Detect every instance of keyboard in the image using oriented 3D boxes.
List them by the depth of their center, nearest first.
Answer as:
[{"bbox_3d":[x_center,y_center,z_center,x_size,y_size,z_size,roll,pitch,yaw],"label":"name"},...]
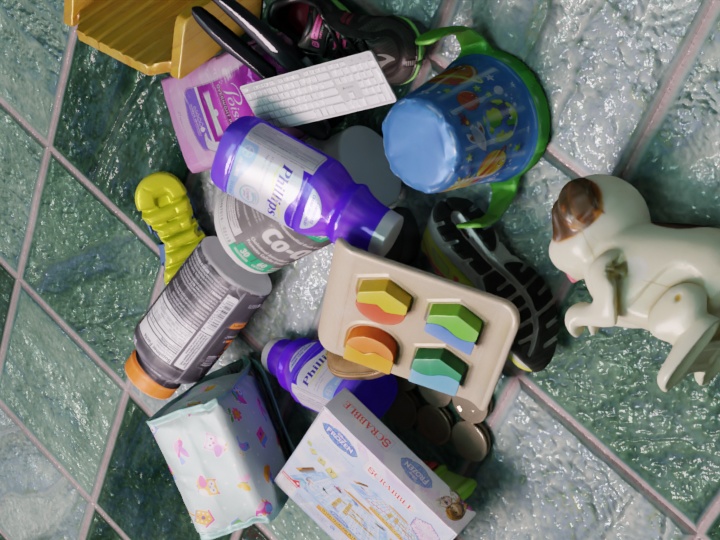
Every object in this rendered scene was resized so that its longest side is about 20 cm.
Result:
[{"bbox_3d":[-0.045,-0.177,1.535,0.200,0.011,0.056,-7,113,47],"label":"keyboard"}]

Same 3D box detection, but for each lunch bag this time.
[{"bbox_3d":[-0.149,0.208,1.872,0.122,0.200,0.171,-19,98,21],"label":"lunch bag"}]

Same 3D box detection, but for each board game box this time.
[{"bbox_3d":[0.012,0.253,1.725,0.200,0.041,0.200,43,144,8],"label":"board game box"}]

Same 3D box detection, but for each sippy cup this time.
[{"bbox_3d":[0.095,-0.138,1.512,0.178,0.130,0.140,52,136,12],"label":"sippy cup"}]

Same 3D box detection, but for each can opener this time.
[{"bbox_3d":[-0.093,-0.220,1.620,0.200,0.063,0.079,48,179,-5],"label":"can opener"}]

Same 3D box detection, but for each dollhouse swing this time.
[{"bbox_3d":[-0.229,-0.353,1.708,0.200,0.182,0.176,30,147,32],"label":"dollhouse swing"}]

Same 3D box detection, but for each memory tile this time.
[{"bbox_3d":[0.087,0.105,1.715,0.153,0.017,0.201,21,123,36],"label":"memory tile"}]

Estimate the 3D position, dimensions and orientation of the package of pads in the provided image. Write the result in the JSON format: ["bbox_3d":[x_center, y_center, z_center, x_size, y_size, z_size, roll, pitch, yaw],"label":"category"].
[{"bbox_3d":[-0.140,-0.186,1.743,0.200,0.076,0.121,-10,103,52],"label":"package of pads"}]

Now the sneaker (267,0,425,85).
[{"bbox_3d":[-0.018,-0.240,1.604,0.200,0.084,0.077,24,117,35],"label":"sneaker"}]

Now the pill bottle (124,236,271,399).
[{"bbox_3d":[-0.204,0.063,1.864,0.106,0.106,0.200,46,112,18],"label":"pill bottle"}]

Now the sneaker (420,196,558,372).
[{"bbox_3d":[0.131,0.021,1.602,0.200,0.078,0.090,58,151,9],"label":"sneaker"}]

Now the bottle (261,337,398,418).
[{"bbox_3d":[-0.043,0.122,1.796,0.200,0.084,0.065,19,151,52],"label":"bottle"}]

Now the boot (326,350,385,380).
[{"bbox_3d":[0.029,0.066,1.671,0.200,0.074,0.075,-16,131,40],"label":"boot"}]

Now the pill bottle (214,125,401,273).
[{"bbox_3d":[-0.058,-0.079,1.692,0.200,0.113,0.113,-25,90,40],"label":"pill bottle"}]

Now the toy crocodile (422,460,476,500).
[{"bbox_3d":[0.045,0.240,1.779,0.200,0.067,0.062,3,111,43],"label":"toy crocodile"}]

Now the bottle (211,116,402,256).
[{"bbox_3d":[-0.053,-0.080,1.569,0.200,0.065,0.084,30,125,11],"label":"bottle"}]

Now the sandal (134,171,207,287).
[{"bbox_3d":[-0.224,-0.040,1.918,0.087,0.079,0.200,-123,17,-68],"label":"sandal"}]

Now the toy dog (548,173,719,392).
[{"bbox_3d":[0.258,-0.009,1.414,0.200,0.139,0.194,37,118,26],"label":"toy dog"}]

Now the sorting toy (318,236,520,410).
[{"bbox_3d":[0.052,0.062,1.567,0.200,0.037,0.185,23,145,7],"label":"sorting toy"}]

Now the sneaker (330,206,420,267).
[{"bbox_3d":[0.000,0.000,1.684,0.200,0.079,0.076,112,142,-50],"label":"sneaker"}]
